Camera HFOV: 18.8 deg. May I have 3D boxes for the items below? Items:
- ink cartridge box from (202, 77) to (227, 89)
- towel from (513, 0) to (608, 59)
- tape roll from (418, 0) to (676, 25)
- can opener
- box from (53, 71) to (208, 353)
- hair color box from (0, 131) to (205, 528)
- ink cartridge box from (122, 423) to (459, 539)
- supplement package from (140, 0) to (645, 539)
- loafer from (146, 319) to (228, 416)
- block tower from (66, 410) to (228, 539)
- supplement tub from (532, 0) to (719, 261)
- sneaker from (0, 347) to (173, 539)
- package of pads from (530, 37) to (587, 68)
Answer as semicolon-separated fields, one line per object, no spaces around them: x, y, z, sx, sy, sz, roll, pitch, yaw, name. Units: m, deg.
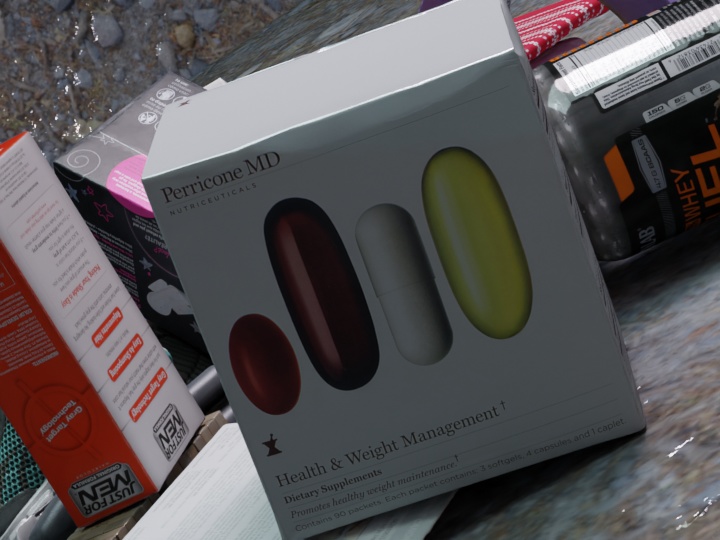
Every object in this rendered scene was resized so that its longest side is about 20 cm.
-0.125;-0.050;1.688;0.199;0.129;0.125;-29;-9;9;ink cartridge box
0.090;-0.149;1.605;0.144;0.023;0.200;-16;17;47;towel
0.139;-0.138;1.398;0.199;0.201;0.085;-21;16;38;tape roll
-0.133;0.123;1.355;0.200;0.053;0.067;-41;-4;-38;can opener
-0.094;-0.029;1.512;0.199;0.115;0.132;27;50;27;box
-0.174;0.033;1.227;0.061;0.201;0.102;-26;13;21;hair color box
-0.022;0.129;1.145;0.199;0.047;0.160;-8;23;31;ink cartridge box
0.017;-0.005;1.084;0.190;0.201;0.147;-19;17;6;supplement package
-0.129;0.079;1.542;0.200;0.073;0.071;-94;27;-74;loafer
-0.122;0.152;1.235;0.058;0.054;0.200;-25;13;29;block tower
0.174;-0.084;1.245;0.199;0.123;0.123;-25;12;1;supplement tub
-0.207;0.109;1.405;0.200;0.091;0.078;-53;-15;7;sneaker
0.094;-0.096;1.607;0.120;0.076;0.200;-21;12;42;package of pads
